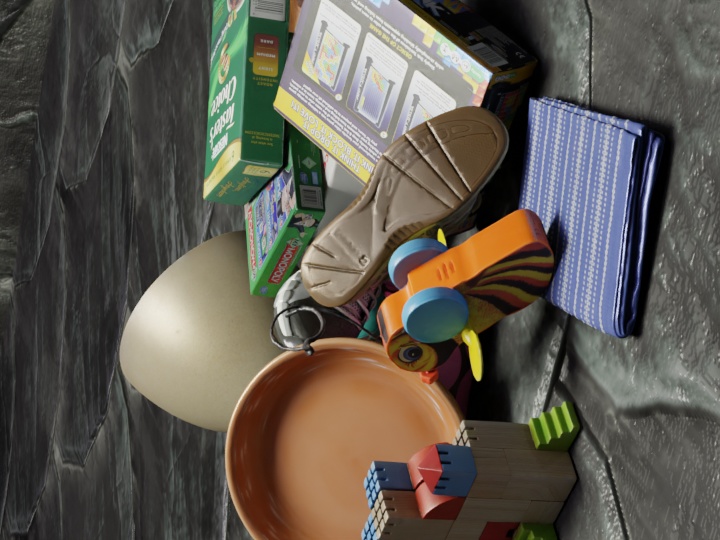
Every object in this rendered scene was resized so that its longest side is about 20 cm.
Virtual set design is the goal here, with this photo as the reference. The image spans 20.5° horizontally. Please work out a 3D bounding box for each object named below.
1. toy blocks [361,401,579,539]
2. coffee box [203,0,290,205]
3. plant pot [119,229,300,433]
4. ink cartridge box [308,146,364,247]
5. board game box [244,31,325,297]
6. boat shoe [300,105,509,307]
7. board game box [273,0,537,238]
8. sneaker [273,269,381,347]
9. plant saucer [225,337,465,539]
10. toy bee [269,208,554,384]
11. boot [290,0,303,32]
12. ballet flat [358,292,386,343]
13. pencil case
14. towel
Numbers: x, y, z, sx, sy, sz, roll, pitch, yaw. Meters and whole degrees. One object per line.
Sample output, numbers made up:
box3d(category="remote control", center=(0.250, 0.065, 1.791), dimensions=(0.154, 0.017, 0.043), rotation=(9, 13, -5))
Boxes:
box3d(category="toy blocks", center=(0.061, 0.175, 1.425), dimensions=(0.100, 0.137, 0.200), rotation=(-104, 27, -44))
box3d(category="coffee box", center=(-0.102, -0.170, 1.784), dimensions=(0.123, 0.044, 0.200), rotation=(145, 129, -66))
box3d(category="plant pot", center=(-0.111, 0.080, 1.918), dimensions=(0.134, 0.200, 0.200), rotation=(43, 132, 31))
box3d(category="ink cartridge box", center=(-0.012, -0.120, 1.794), dimensions=(0.200, 0.083, 0.147), rotation=(-116, 36, -57))
box3d(category="board game box", center=(-0.073, -0.095, 1.787), dimensions=(0.135, 0.029, 0.200), rotation=(120, 151, -51))
box3d(category="boat shoe", center=(0.038, -0.050, 1.514), dimensions=(0.200, 0.063, 0.073), rotation=(-41, 74, 21))
box3d(category="board game box", center=(0.031, -0.147, 1.580), dimensions=(0.200, 0.057, 0.165), rotation=(42, 133, 28))
box3d(category="sneaker", center=(0.000, 0.000, 1.627), dimensions=(0.115, 0.075, 0.200), rotation=(-37, 18, 26))
box3d(category="plant saucer", center=(-0.005, 0.147, 1.535), dimensions=(0.037, 0.200, 0.200), rotation=(-29, -50, -71))
box3d(category="toy bee", center=(0.053, 0.028, 1.448), dimensions=(0.109, 0.200, 0.131), rotation=(58, -146, -46))
box3d(category="boot", center=(-0.054, -0.259, 1.975), dimensions=(0.188, 0.068, 0.200), rotation=(-121, 39, -59))
box3d(category="ballet flat", center=(0.004, 0.081, 1.673), dimensions=(0.076, 0.064, 0.200), rotation=(-9, 39, 46))
box3d(category="pencil case", center=(0.041, 0.103, 1.582), dimensions=(0.094, 0.091, 0.200), rotation=(16, 101, 35))
box3d(category="towel", center=(0.155, -0.042, 1.391), dimensions=(0.200, 0.024, 0.145), rotation=(-145, 59, -70))
